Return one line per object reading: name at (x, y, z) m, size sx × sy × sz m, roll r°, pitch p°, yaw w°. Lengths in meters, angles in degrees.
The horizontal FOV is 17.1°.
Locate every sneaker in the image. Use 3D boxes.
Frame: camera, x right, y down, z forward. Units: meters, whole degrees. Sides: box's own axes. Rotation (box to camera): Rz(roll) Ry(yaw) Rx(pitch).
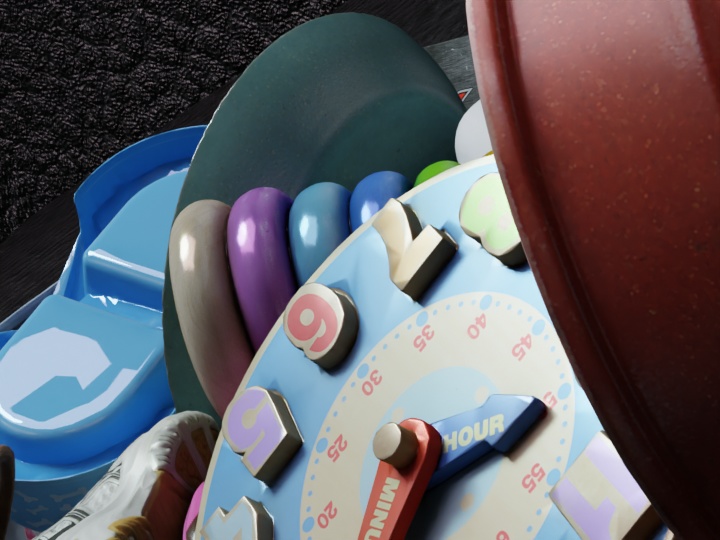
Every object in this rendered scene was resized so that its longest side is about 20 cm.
sneaker at (-0.093, 0.104, 0.815) m, size 0.087 × 0.076 × 0.200 m, roll -20°, pitch 5°, yaw 15°

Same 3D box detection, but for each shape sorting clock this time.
shape sorting clock at (0.020, 0.055, 0.692) m, size 0.199 × 0.039 × 0.201 m, roll -23°, pitch 53°, yaw 34°

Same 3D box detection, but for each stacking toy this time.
stacking toy at (0.039, -0.008, 0.819) m, size 0.199 × 0.086 × 0.085 m, roll -17°, pitch 14°, yaw 11°

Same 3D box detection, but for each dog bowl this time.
dog bowl at (-0.089, 0.024, 0.967) m, size 0.111 × 0.050 × 0.200 m, roll 17°, pitch 53°, yaw 29°

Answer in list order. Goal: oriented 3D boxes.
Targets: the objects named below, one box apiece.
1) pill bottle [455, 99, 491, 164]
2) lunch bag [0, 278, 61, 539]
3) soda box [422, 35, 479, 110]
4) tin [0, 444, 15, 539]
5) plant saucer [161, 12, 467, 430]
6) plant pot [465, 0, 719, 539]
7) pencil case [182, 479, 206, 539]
pill bottle at (0.106, -0.042, 0.904) m, size 0.200 × 0.111 × 0.111 m, roll -38°, pitch 9°, yaw -1°
lunch bag at (-0.112, 0.065, 1.090) m, size 0.169 × 0.128 × 0.200 m, roll -40°, pitch 19°, yaw -22°
soda box at (0.058, -0.069, 1.067) m, size 0.063 × 0.071 × 0.200 m, roll -4°, pitch -2°, yaw -33°
tin at (-0.161, 0.130, 0.778) m, size 0.200 × 0.042 × 0.113 m, roll -68°, pitch -10°, yaw -62°
plant saucer at (0.000, 0.000, 0.948) m, size 0.036 × 0.201 × 0.200 m, roll 11°, pitch 41°, yaw 36°
plant pot at (0.157, -0.044, 0.539) m, size 0.194 × 0.201 × 0.201 m, roll -22°, pitch 15°, yaw 27°
pencil case at (0.033, 0.059, 0.770) m, size 0.200 × 0.091 × 0.094 m, roll -35°, pitch 15°, yaw 24°
